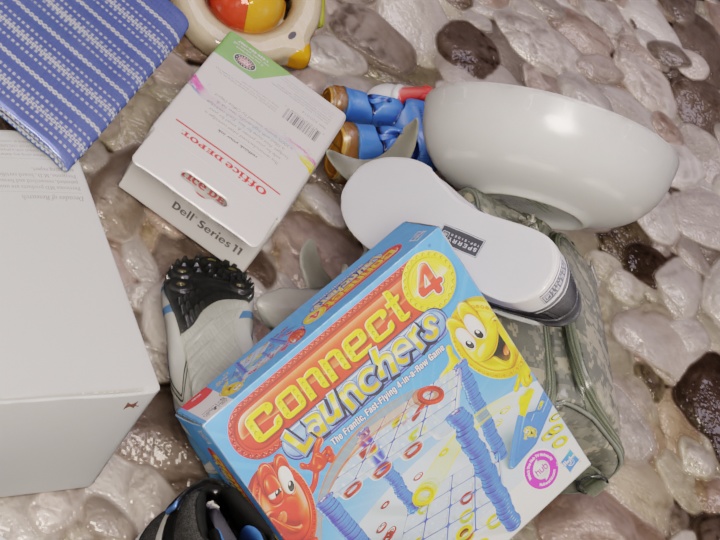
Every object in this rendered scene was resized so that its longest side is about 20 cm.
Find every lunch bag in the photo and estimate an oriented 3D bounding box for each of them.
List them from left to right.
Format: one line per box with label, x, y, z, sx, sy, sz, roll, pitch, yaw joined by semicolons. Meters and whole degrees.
lunch bag;0.113;0.059;1.303;0.167;0.139;0.202;26;41;-30

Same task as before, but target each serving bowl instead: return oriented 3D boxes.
serving bowl;0.136;-0.075;1.322;0.198;0.200;0.067;20;80;-21

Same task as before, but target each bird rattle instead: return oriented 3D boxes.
bird rattle;-0.097;-0.247;1.443;0.198;0.113;0.165;13;64;-23

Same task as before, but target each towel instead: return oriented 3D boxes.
towel;-0.207;-0.163;1.173;0.144;0.024;0.201;39;40;-8

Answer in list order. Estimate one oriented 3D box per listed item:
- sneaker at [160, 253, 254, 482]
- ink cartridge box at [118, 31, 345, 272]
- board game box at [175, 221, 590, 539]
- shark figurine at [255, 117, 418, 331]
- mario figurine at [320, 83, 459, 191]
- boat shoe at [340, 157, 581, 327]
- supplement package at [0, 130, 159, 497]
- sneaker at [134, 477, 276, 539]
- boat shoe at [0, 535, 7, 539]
sneaker;-0.102;0.061;1.199;0.071;0.073;0.201;6;36;-17
ink cartridge box;-0.100;-0.080;1.306;0.117;0.067;0.201;36;38;-4
board game box;0.018;0.107;1.119;0.200;0.056;0.197;-40;108;-16
shark figurine;0.013;-0.002;1.276;0.129;0.089;0.215;56;40;-26
mario figurine;0.058;-0.096;1.456;0.198;0.106;0.125;3;86;-22
boat shoe;0.069;-0.016;1.201;0.199;0.072;0.068;25;-13;39
supplement package;-0.224;0.026;1.093;0.116;0.117;0.201;-1;54;-37
sneaker;-0.085;0.217;1.031;0.072;0.112;0.202;2;53;-33
boat shoe;-0.215;0.199;0.988;0.199;0.071;0.070;37;38;-13
